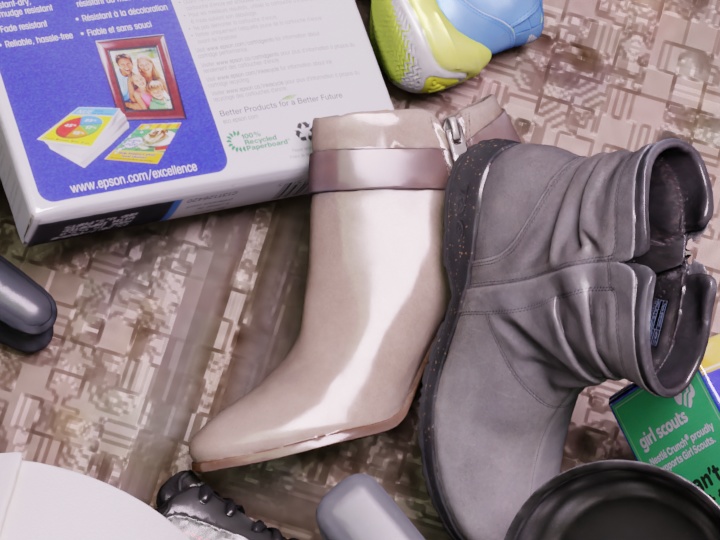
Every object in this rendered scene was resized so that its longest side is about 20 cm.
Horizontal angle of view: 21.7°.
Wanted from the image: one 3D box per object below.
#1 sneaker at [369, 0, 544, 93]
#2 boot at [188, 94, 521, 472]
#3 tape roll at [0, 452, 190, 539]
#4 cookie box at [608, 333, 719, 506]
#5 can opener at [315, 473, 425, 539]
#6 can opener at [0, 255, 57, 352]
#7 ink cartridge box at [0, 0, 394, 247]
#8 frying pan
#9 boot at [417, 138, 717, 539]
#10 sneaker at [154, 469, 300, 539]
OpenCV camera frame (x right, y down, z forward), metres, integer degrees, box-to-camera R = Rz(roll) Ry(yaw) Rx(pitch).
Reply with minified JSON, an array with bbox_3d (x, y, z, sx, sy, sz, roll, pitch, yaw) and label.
[{"bbox_3d":[0.035,-0.189,0.953,0.105,0.076,0.201,-15,82,-19],"label":"sneaker"},{"bbox_3d":[0.000,0.000,0.873,0.199,0.070,0.147,-15,97,-26],"label":"boot"},{"bbox_3d":[-0.150,0.196,0.745,0.201,0.139,0.204,1,118,1],"label":"tape roll"},{"bbox_3d":[0.230,0.110,0.836,0.171,0.075,0.201,-18,75,-34],"label":"cookie box"},{"bbox_3d":[0.043,0.176,0.785,0.066,0.053,0.200,-33,76,-10],"label":"can opener"},{"bbox_3d":[-0.228,-0.027,0.892,0.200,0.063,0.079,35,75,7],"label":"can opener"},{"bbox_3d":[-0.097,-0.124,0.905,0.197,0.047,0.201,-12,72,-26],"label":"ink cartridge box"},{"bbox_3d":[0.147,0.140,0.776,0.189,0.031,0.116,6,96,24],"label":"frying pan"},{"bbox_3d":[0.090,0.042,0.810,0.070,0.131,0.201,-9,102,-35],"label":"boot"},{"bbox_3d":[-0.053,0.140,0.849,0.199,0.071,0.098,2,77,0],"label":"sneaker"}]
